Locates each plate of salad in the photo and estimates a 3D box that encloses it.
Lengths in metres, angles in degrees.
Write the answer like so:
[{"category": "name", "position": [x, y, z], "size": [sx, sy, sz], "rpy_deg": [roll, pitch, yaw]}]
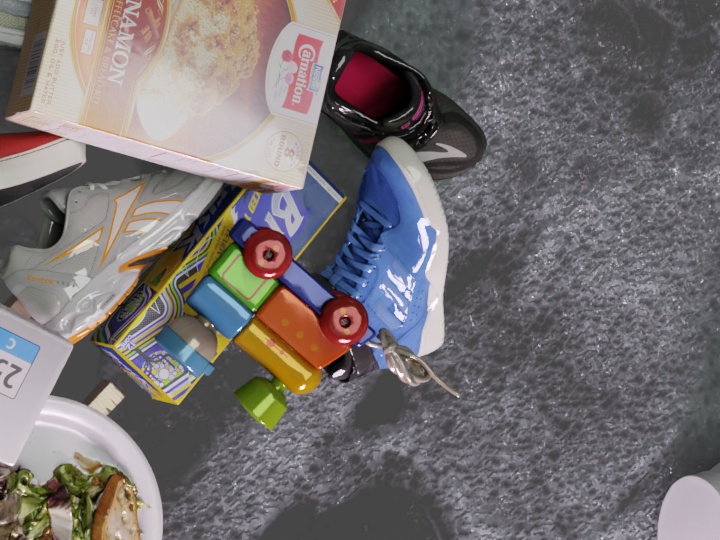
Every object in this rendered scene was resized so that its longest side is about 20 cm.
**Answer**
[{"category": "plate of salad", "position": [-0.233, 0.188, 1.532], "size": [0.198, 0.048, 0.202], "rpy_deg": [-4, 101, -19]}]

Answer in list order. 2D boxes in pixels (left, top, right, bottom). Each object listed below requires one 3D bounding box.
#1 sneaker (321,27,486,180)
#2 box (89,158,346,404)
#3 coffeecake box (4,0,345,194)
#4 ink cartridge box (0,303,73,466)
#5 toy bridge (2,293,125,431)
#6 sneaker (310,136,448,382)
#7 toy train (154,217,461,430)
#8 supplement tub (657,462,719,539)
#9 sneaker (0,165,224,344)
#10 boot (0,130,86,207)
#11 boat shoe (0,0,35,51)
[{"category": "sneaker", "position": [0.024, -0.116, 1.612], "size": [0.199, 0.084, 0.077], "rpy_deg": [27, 94, -39]}, {"category": "box", "position": [-0.103, -0.002, 1.584], "size": [0.070, 0.064, 0.200], "rpy_deg": [44, 75, -20]}, {"category": "coffeecake box", "position": [-0.123, -0.152, 1.479], "size": [0.199, 0.073, 0.155], "rpy_deg": [15, 83, -23]}, {"category": "ink cartridge box", "position": [-0.315, 0.082, 1.431], "size": [0.199, 0.045, 0.177], "rpy_deg": [28, 88, -27]}, {"category": "toy bridge", "position": [-0.257, 0.042, 1.535], "size": [0.067, 0.027, 0.200], "rpy_deg": [-47, 108, -15]}, {"category": "sneaker", "position": [0.001, 0.001, 1.591], "size": [0.111, 0.077, 0.201], "rpy_deg": [-24, 138, -20]}, {"category": "toy train", "position": [-0.039, 0.066, 1.523], "size": [0.200, 0.085, 0.116], "rpy_deg": [41, 88, -7]}, {"category": "supplement tub", "position": [0.355, 0.217, 1.757], "size": [0.198, 0.144, 0.146], "rpy_deg": [-4, 94, -24]}, {"category": "sneaker", "position": [-0.174, -0.041, 1.539], "size": [0.092, 0.076, 0.200], "rpy_deg": [45, 61, -8]}, {"category": "boot", "position": [-0.294, -0.107, 1.480], "size": [0.199, 0.072, 0.145], "rpy_deg": [-15, 81, -21]}, {"category": "boat shoe", "position": [-0.246, -0.186, 1.506], "size": [0.200, 0.074, 0.065], "rpy_deg": [4, 95, -18]}]
